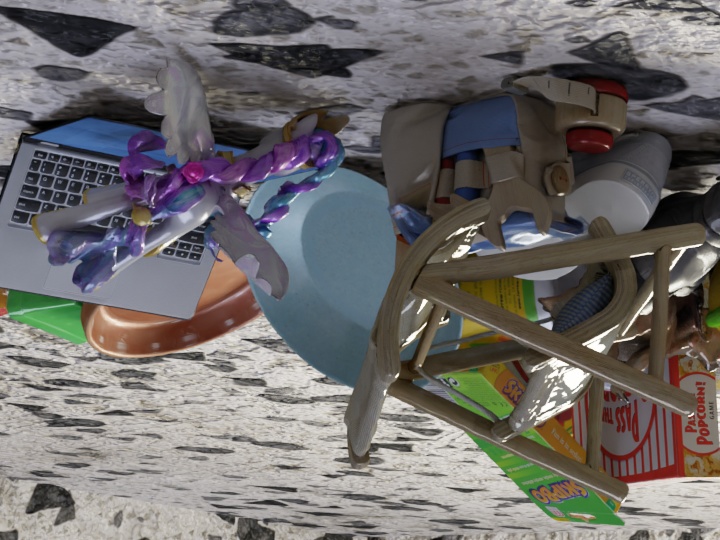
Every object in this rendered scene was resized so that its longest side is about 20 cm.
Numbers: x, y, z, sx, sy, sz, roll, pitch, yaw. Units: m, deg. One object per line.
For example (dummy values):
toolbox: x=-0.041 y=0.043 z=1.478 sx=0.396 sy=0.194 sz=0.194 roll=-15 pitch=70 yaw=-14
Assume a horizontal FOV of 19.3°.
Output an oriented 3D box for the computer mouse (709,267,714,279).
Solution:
computer mouse: x=0.319 y=0.013 z=1.772 sx=0.198 sy=0.053 sz=0.138 roll=-2 pitch=167 yaw=25

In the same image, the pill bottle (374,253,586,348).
pill bottle: x=0.075 y=0.010 z=1.695 sx=0.198 sy=0.112 sz=0.111 roll=-2 pitch=166 yaw=24

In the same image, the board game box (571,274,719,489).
board game box: x=0.229 y=0.076 z=1.734 sx=0.046 sy=0.202 sz=0.151 roll=2 pitch=169 yaw=-27

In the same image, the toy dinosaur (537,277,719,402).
toy dinosaur: x=0.212 y=0.020 z=1.590 sx=0.086 sy=0.136 sz=0.200 roll=38 pitch=166 yaw=32

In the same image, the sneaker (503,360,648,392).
sneaker: x=0.158 y=0.087 z=1.749 sx=0.199 sy=0.071 sz=0.113 roll=16 pitch=138 yaw=37

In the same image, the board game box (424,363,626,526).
board game box: x=0.133 y=0.139 z=1.716 sx=0.200 sy=0.030 sz=0.095 roll=48 pitch=152 yaw=-24

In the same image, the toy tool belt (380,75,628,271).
toy tool belt: x=0.096 y=-0.048 z=1.404 sx=0.124 sy=0.124 sz=0.199 roll=15 pitch=163 yaw=-41

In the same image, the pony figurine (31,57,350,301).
pony figurine: x=-0.112 y=-0.052 z=1.403 sx=0.199 sy=0.168 sz=0.193 roll=-22 pitch=-174 yaw=17

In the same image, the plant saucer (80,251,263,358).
plant saucer: x=-0.143 y=0.012 z=1.798 sx=0.199 sy=0.033 sz=0.201 roll=-20 pitch=158 yaw=-8

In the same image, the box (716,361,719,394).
box: x=0.369 y=0.056 z=1.800 sx=0.199 sy=0.049 sz=0.158 roll=-5 pitch=-165 yaw=32

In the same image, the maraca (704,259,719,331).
maraca: x=0.342 y=-0.001 z=1.581 sx=0.199 sy=0.108 sz=0.137 roll=-22 pitch=178 yaw=-30

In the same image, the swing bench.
swing bench: x=0.097 y=0.050 z=1.347 sx=0.198 sy=0.131 sz=0.199 roll=8 pitch=159 yaw=-4

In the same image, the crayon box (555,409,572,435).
crayon box: x=0.201 y=0.100 z=2.024 sx=0.199 sy=0.128 sz=0.051 roll=-9 pitch=162 yaw=42

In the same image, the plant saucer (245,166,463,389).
plant saucer: x=0.000 y=0.000 z=1.629 sx=0.200 sy=0.202 sz=0.039 roll=-7 pitch=-155 yaw=39

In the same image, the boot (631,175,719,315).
boot: x=0.257 y=-0.039 z=1.498 sx=0.131 sy=0.070 sz=0.200 roll=-39 pitch=-178 yaw=25

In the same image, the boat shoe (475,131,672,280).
boat shoe: x=0.149 y=-0.051 z=1.510 sx=0.072 sy=0.069 sz=0.200 roll=41 pitch=150 yaw=-9

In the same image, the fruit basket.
fruit basket: x=-0.303 y=0.002 z=1.864 sx=0.198 sy=0.095 sz=0.185 roll=8 pitch=170 yaw=25

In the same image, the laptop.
laptop: x=-0.161 y=-0.034 z=1.561 sx=0.186 sy=0.201 sz=0.116 roll=11 pitch=-155 yaw=-28
